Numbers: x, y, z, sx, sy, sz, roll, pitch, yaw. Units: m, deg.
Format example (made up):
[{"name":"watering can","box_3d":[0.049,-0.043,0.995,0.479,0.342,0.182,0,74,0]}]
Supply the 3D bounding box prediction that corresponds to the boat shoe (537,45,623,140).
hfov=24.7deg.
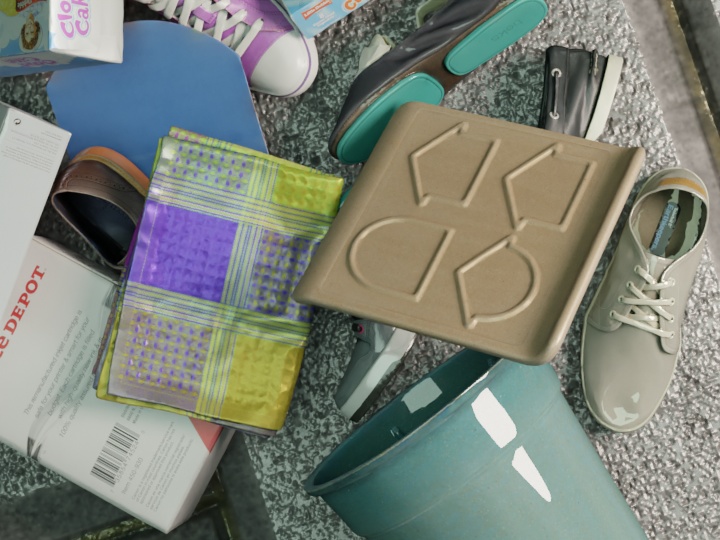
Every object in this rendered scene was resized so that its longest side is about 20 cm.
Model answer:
[{"name":"boat shoe","box_3d":[0.129,-0.073,1.202,0.066,0.075,0.200,21,89,1]}]

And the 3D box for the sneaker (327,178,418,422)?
[{"name":"sneaker","box_3d":[0.000,0.000,1.213,0.120,0.084,0.201,28,85,2]}]

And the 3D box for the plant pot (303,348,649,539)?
[{"name":"plant pot","box_3d":[0.097,0.170,1.156,0.200,0.200,0.196,-37,94,5]}]

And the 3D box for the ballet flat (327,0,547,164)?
[{"name":"ballet flat","box_3d":[0.048,-0.161,1.226,0.200,0.073,0.073,-38,85,11]}]

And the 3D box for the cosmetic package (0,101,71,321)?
[{"name":"cosmetic package","box_3d":[-0.272,-0.046,1.193,0.051,0.200,0.152,22,92,-21]}]

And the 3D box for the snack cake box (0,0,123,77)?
[{"name":"snack cake box","box_3d":[-0.258,-0.205,1.207,0.199,0.067,0.116,0,88,45]}]

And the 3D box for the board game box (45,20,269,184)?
[{"name":"board game box","box_3d":[-0.142,-0.097,1.247,0.157,0.039,0.201,-10,111,18]}]

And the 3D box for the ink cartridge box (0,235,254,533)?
[{"name":"ink cartridge box","box_3d":[-0.190,0.083,1.237,0.199,0.083,0.147,29,92,6]}]

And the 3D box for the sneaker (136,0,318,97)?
[{"name":"sneaker","box_3d":[-0.127,-0.195,1.213,0.200,0.114,0.073,41,113,9]}]

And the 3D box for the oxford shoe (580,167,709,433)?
[{"name":"oxford shoe","box_3d":[0.208,0.021,1.203,0.075,0.058,0.201,17,93,5]}]

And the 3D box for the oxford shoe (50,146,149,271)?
[{"name":"oxford shoe","box_3d":[-0.148,-0.006,1.224,0.200,0.073,0.071,36,118,-4]}]

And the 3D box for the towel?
[{"name":"towel","box_3d":[-0.100,0.012,1.171,0.143,0.023,0.201,16,92,0]}]

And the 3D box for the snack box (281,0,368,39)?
[{"name":"snack box","box_3d":[0.015,-0.271,1.218,0.199,0.037,0.117,-32,58,6]}]

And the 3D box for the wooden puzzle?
[{"name":"wooden puzzle","box_3d":[0.076,-0.024,1.124,0.199,0.046,0.186,12,56,27]}]
